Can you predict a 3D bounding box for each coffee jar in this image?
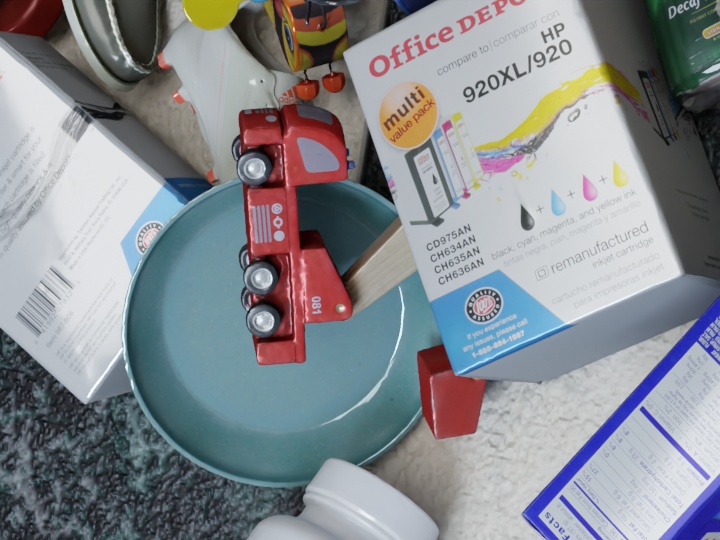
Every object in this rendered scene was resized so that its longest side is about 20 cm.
[{"bbox_3d":[0.195,-0.199,1.249,0.104,0.085,0.201,-25,75,22],"label":"coffee jar"}]

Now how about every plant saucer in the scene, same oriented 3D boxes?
[{"bbox_3d":[-0.045,0.032,1.329,0.198,0.036,0.202,-2,107,-7],"label":"plant saucer"}]

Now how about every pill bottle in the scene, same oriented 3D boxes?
[{"bbox_3d":[-0.038,0.216,1.289,0.112,0.112,0.201,26,72,26],"label":"pill bottle"}]

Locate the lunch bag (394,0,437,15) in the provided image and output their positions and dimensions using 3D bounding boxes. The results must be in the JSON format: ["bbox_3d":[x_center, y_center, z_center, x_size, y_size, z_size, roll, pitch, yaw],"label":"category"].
[{"bbox_3d":[0.057,-0.247,1.293,0.132,0.136,0.201,-22,77,23],"label":"lunch bag"}]

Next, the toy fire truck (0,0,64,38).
[{"bbox_3d":[-0.300,-0.185,1.494,0.201,0.112,0.168,-58,42,10],"label":"toy fire truck"}]

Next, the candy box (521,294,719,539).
[{"bbox_3d":[0.203,0.088,1.173,0.200,0.169,0.077,-49,64,15],"label":"candy box"}]

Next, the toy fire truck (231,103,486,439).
[{"bbox_3d":[0.000,0.000,1.281,0.140,0.049,0.202,-4,107,-6],"label":"toy fire truck"}]

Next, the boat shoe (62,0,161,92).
[{"bbox_3d":[-0.157,-0.219,1.433,0.060,0.072,0.203,-17,74,29],"label":"boat shoe"}]

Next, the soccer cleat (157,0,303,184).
[{"bbox_3d":[-0.060,-0.082,1.378,0.077,0.069,0.201,-31,70,16],"label":"soccer cleat"}]

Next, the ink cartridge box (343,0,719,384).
[{"bbox_3d":[0.107,-0.057,1.246,0.146,0.144,0.201,-25,75,22],"label":"ink cartridge box"}]

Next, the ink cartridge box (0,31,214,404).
[{"bbox_3d":[-0.191,-0.037,1.409,0.200,0.084,0.145,41,103,12],"label":"ink cartridge box"}]

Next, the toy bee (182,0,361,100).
[{"bbox_3d":[-0.044,-0.164,1.348,0.130,0.201,0.109,-3,126,5],"label":"toy bee"}]
